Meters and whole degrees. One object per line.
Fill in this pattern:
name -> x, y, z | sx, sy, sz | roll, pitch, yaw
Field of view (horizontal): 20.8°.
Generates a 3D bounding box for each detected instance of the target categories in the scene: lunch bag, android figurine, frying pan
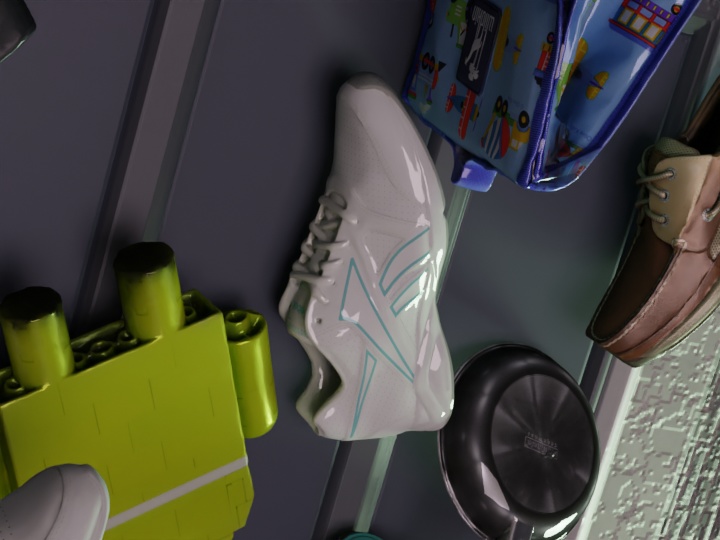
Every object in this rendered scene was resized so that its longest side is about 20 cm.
lunch bag -> 0.092, -0.131, 0.942 | 0.093, 0.150, 0.202 | 17, 101, -28
android figurine -> -0.119, 0.088, 0.976 | 0.181, 0.041, 0.202 | -25, 126, -23
frying pan -> 0.073, 0.123, 1.053 | 0.115, 0.031, 0.191 | 46, 57, -20

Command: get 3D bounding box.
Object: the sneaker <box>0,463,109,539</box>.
sneaker -> -0.191, 0.141, 0.802 | 0.200, 0.075, 0.100 | -40, 120, -7

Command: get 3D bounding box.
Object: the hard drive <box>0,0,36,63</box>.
hard drive -> -0.248, -0.102, 0.855 | 0.199, 0.042, 0.136 | -32, 124, -11

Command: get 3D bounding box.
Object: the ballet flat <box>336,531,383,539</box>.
ballet flat -> 0.039, 0.236, 1.070 | 0.067, 0.200, 0.071 | -30, 161, -31

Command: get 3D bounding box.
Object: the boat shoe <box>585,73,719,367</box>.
boat shoe -> 0.183, -0.044, 1.068 | 0.074, 0.076, 0.201 | 36, 88, -21

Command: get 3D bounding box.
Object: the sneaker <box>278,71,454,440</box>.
sneaker -> 0.000, 0.000, 0.997 | 0.079, 0.070, 0.202 | -12, 114, -17
